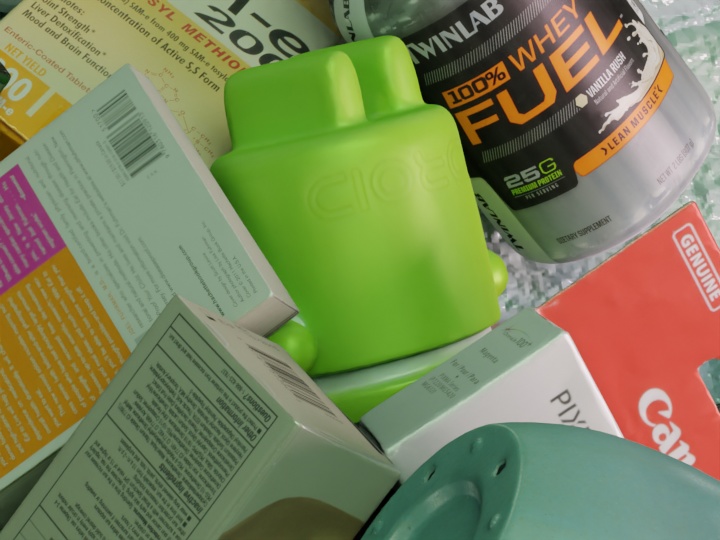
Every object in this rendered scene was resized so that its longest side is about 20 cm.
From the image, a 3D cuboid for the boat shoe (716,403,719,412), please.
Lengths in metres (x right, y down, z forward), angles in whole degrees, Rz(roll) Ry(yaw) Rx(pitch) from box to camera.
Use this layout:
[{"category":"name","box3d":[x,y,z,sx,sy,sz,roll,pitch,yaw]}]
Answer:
[{"category":"boat shoe","box3d":[0.224,0.087,1.371,0.199,0.065,0.073,-13,63,-24]}]

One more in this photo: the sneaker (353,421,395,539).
[{"category":"sneaker","box3d":[0.055,0.117,1.279,0.200,0.089,0.074,30,95,-26]}]

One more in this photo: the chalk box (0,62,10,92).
[{"category":"chalk box","box3d":[-0.262,-0.090,1.224,0.124,0.200,0.124,42,96,17]}]

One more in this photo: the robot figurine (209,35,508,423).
[{"category":"robot figurine","box3d":[0.000,0.000,1.303,0.175,0.115,0.201,-22,100,-53]}]

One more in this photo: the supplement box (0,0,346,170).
[{"category":"supplement box","box3d":[-0.095,-0.096,1.381,0.126,0.074,0.200,37,57,6]}]

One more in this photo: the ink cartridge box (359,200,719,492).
[{"category":"ink cartridge box","box3d":[0.119,0.100,1.228,0.173,0.044,0.200,-33,113,-7]}]

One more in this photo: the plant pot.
[{"category":"plant pot","box3d":[0.080,0.152,1.107,0.161,0.200,0.201,36,55,-17]}]

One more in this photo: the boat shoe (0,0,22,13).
[{"category":"boat shoe","box3d":[-0.125,-0.204,1.446,0.069,0.057,0.200,40,57,8]}]

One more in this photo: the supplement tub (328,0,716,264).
[{"category":"supplement tub","box3d":[0.068,-0.110,1.361,0.200,0.122,0.123,49,52,-25]}]

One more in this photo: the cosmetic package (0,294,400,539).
[{"category":"cosmetic package","box3d":[-0.087,0.123,1.172,0.071,0.200,0.105,29,12,-46]}]

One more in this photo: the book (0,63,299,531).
[{"category":"book","box3d":[-0.143,0.022,1.249,0.200,0.048,0.134,-36,67,8]}]
